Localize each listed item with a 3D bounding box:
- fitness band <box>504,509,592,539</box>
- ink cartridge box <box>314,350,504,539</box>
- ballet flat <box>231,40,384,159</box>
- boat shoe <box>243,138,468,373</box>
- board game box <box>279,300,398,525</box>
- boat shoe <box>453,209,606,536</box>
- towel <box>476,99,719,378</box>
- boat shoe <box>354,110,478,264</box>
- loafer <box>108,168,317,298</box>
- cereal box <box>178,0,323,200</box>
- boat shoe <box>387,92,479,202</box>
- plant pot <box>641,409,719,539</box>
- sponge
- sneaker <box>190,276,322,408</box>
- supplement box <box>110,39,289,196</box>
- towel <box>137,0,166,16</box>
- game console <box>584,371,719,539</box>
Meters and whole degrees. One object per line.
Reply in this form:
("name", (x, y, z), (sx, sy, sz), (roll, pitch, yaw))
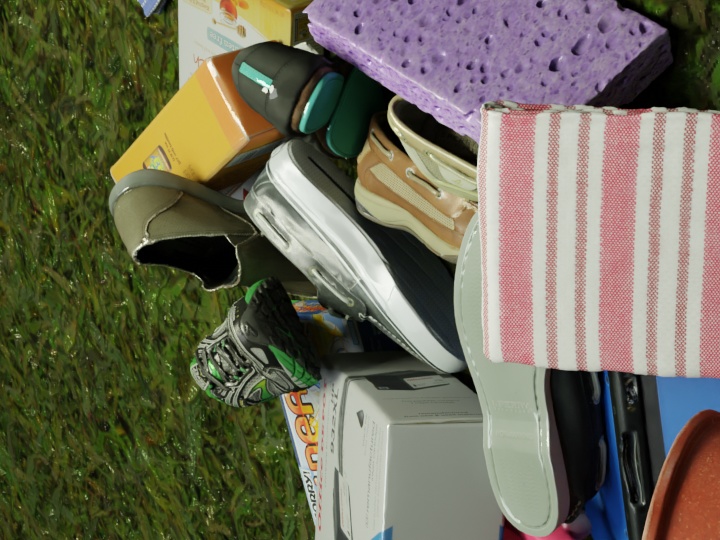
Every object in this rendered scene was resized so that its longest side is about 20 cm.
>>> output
("fitness band", (0.135, 0.209, 0.947), (0.145, 0.037, 0.200), (65, 167, -13))
("ink cartridge box", (0.028, 0.145, 0.980), (0.200, 0.083, 0.147), (-145, 57, -74))
("ballet flat", (-0.034, -0.118, 0.939), (0.068, 0.200, 0.069), (27, 93, 11))
("boat shoe", (0.000, 0.000, 1.013), (0.200, 0.072, 0.071), (49, 121, 9))
("board game box", (-0.007, 0.124, 1.145), (0.135, 0.034, 0.202), (-2, 106, 53))
("boat shoe", (0.103, 0.053, 0.852), (0.075, 0.060, 0.203), (14, 117, 43))
("towel", (0.160, -0.015, 0.758), (0.197, 0.030, 0.148), (3, 112, 11))
("boat shoe", (0.064, -0.055, 0.924), (0.199, 0.075, 0.075), (23, 122, 45))
("loafer", (-0.089, -0.009, 1.054), (0.075, 0.198, 0.070), (-51, 34, 43))
("cereal box", (-0.086, -0.132, 1.110), (0.143, 0.039, 0.202), (33, 132, 39))
("boat shoe", (0.108, -0.065, 0.829), (0.199, 0.063, 0.074), (20, 83, 33))
("plant pot", (0.251, 0.177, 0.690), (0.193, 0.200, 0.203), (4, 113, 29))
("sponge", (0.069, -0.137, 0.843), (0.200, 0.111, 0.030), (38, 164, 36))
("sneaker", (-0.078, 0.065, 1.038), (0.200, 0.084, 0.079), (100, 145, -75))
("supplement box", (-0.115, -0.093, 1.080), (0.200, 0.068, 0.067), (-34, 82, 52))
("towel", (-0.188, -0.324, 1.165), (0.201, 0.024, 0.145), (58, 141, 12))
("game console", (0.202, 0.094, 0.867), (0.171, 0.117, 0.203), (-120, 20, -72))
